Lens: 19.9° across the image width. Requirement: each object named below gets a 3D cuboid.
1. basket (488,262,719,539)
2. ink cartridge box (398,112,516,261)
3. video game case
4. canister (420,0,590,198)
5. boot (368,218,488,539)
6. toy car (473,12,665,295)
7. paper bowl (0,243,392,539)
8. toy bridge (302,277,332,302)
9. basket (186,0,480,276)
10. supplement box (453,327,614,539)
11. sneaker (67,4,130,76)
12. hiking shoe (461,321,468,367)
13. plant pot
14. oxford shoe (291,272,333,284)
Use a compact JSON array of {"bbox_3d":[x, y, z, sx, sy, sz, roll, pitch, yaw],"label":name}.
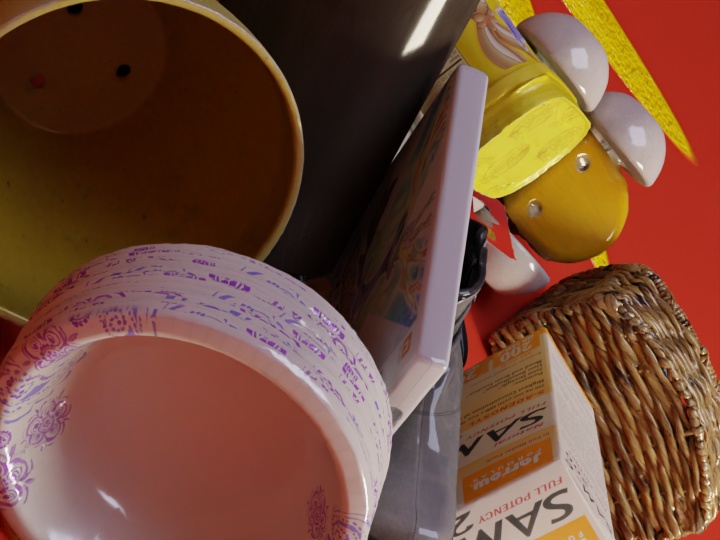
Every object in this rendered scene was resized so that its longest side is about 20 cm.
[{"bbox_3d":[0.213,0.095,1.567,0.149,0.142,0.201,-29,96,-59],"label":"basket"},{"bbox_3d":[0.032,-0.099,1.364,0.199,0.050,0.161,34,14,-8],"label":"ink cartridge box"},{"bbox_3d":[0.015,0.014,1.135,0.022,0.183,0.201,20,51,-13],"label":"video game case"},{"bbox_3d":[0.053,-0.157,1.337,0.201,0.086,0.148,56,10,14],"label":"canister"},{"bbox_3d":[0.034,0.059,1.151,0.069,0.132,0.201,12,33,-11],"label":"boot"},{"bbox_3d":[0.115,-0.098,1.547,0.200,0.175,0.150,48,1,-30],"label":"toy car"},{"bbox_3d":[-0.082,0.076,1.038,0.201,0.200,0.105,56,28,-21],"label":"paper bowl"},{"bbox_3d":[-0.040,0.026,1.262,0.199,0.067,0.027,-6,74,-38],"label":"toy bridge"},{"bbox_3d":[-0.028,-0.110,1.177,0.135,0.201,0.180,15,16,-31],"label":"basket"},{"bbox_3d":[0.084,0.127,1.299,0.074,0.125,0.200,58,12,-17],"label":"supplement box"},{"bbox_3d":[-0.129,-0.132,1.230,0.201,0.070,0.098,56,39,-27],"label":"sneaker"},{"bbox_3d":[0.032,-0.019,1.413,0.087,0.074,0.202,-22,90,-59],"label":"hiking shoe"},{"bbox_3d":[-0.142,-0.086,1.090,0.200,0.200,0.142,45,11,-34],"label":"plant pot"},{"bbox_3d":[0.000,0.000,1.341,0.073,0.084,0.202,-30,98,-62],"label":"oxford shoe"}]
